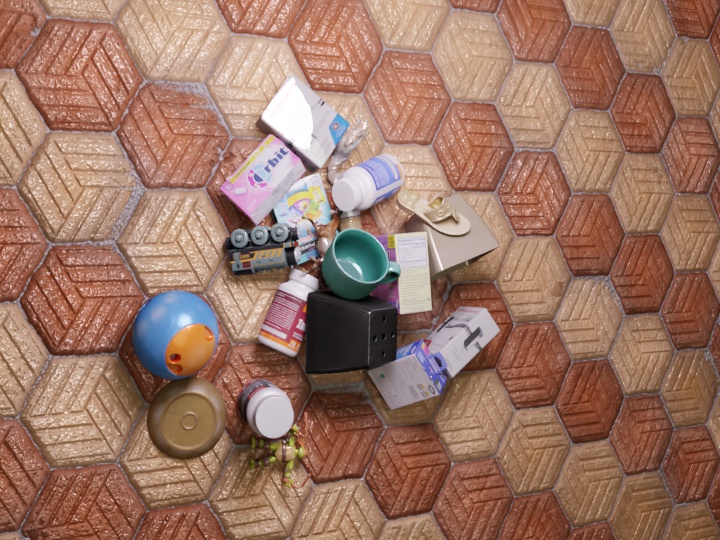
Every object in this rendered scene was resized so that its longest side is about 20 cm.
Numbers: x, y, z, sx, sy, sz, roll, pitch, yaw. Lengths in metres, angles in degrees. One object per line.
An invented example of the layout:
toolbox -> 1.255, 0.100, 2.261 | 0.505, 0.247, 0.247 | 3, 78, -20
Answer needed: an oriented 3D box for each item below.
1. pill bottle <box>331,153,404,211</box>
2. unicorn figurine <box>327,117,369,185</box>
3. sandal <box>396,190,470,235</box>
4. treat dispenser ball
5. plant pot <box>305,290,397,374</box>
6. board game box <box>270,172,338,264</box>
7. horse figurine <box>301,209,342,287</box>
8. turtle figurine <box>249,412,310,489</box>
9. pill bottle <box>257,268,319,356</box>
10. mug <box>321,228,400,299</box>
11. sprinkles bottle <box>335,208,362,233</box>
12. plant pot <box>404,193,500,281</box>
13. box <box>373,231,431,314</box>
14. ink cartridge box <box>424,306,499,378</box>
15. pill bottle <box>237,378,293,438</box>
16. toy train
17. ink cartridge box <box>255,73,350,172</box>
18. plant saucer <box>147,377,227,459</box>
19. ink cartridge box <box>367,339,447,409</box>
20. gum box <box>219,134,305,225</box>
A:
pill bottle -> 0.018, -0.225, 1.739 | 0.198, 0.111, 0.115 | -30, 102, -43
unicorn figurine -> -0.038, -0.311, 1.752 | 0.073, 0.201, 0.139 | 29, 65, 10
sandal -> 0.193, -0.160, 1.712 | 0.207, 0.070, 0.079 | 24, 60, 4
treat dispenser ball -> -0.430, 0.150, 1.560 | 0.196, 0.200, 0.207 | 0, 91, -21
plant pot -> -0.013, 0.158, 1.688 | 0.198, 0.174, 0.206 | -1, 93, -55
board game box -> -0.148, -0.133, 1.746 | 0.148, 0.047, 0.205 | -22, 98, -19
horse figurine -> -0.098, -0.058, 1.700 | 0.131, 0.049, 0.206 | 3, 84, -56
turtle figurine -> -0.204, 0.460, 1.724 | 0.157, 0.064, 0.206 | 4, 98, -13
pill bottle -> -0.177, 0.106, 1.703 | 0.111, 0.113, 0.204 | 25, 82, -19
mug -> -0.008, 0.003, 1.641 | 0.184, 0.115, 0.153 | 40, 49, -1
sprinkles bottle -> -0.019, -0.070, 1.787 | 0.067, 0.068, 0.206 | -12, 96, -20
plant pot -> 0.228, -0.090, 1.822 | 0.196, 0.200, 0.181 | -21, 83, -19
box -> 0.103, 0.006, 1.776 | 0.094, 0.175, 0.206 | -5, 93, -22
ink cartridge box -> 0.269, 0.194, 1.858 | 0.199, 0.144, 0.085 | -39, 103, -18
pill bottle -> -0.231, 0.339, 1.639 | 0.113, 0.199, 0.119 | 0, 90, -21
toy train -> -0.241, -0.053, 1.668 | 0.194, 0.085, 0.117 | -7, 94, 6
ink cartridge box -> -0.149, -0.378, 1.722 | 0.199, 0.084, 0.148 | 38, 78, -17
plant saucer -> -0.425, 0.369, 1.652 | 0.195, 0.035, 0.206 | 0, 90, -21
ink cartridge box -> 0.136, 0.276, 1.782 | 0.138, 0.197, 0.077 | 57, 36, -12
gum box -> -0.238, -0.230, 1.662 | 0.113, 0.066, 0.201 | 39, 83, 18
